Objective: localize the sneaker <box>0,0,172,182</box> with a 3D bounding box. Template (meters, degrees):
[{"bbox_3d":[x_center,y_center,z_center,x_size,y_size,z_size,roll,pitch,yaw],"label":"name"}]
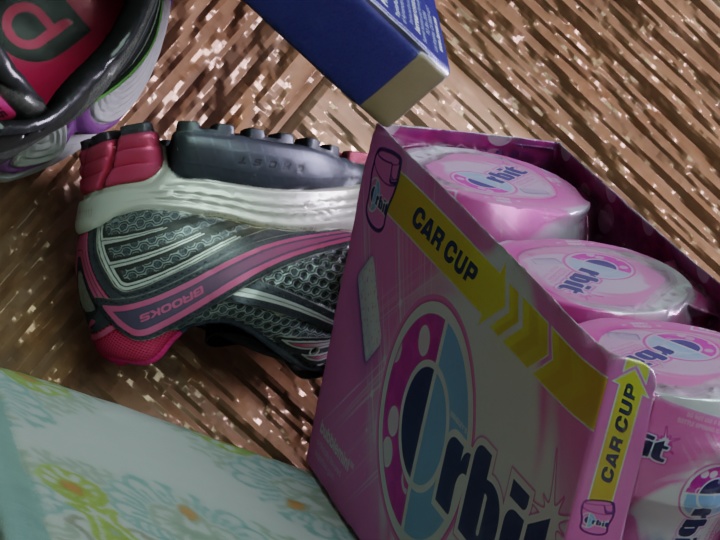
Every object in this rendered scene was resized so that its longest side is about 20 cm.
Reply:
[{"bbox_3d":[-0.102,-0.114,0.964,0.099,0.075,0.201,21,57,3],"label":"sneaker"}]

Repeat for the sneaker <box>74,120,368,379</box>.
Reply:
[{"bbox_3d":[0.000,0.000,0.958,0.199,0.081,0.075,5,83,-21],"label":"sneaker"}]

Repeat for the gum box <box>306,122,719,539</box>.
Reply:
[{"bbox_3d":[0.052,0.045,0.829,0.066,0.200,0.114,5,109,-21],"label":"gum box"}]

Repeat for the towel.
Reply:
[{"bbox_3d":[-0.044,0.095,0.835,0.170,0.200,0.048,23,103,-21],"label":"towel"}]

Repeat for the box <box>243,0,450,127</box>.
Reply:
[{"bbox_3d":[-0.054,-0.141,0.884,0.200,0.032,0.121,43,20,-26],"label":"box"}]

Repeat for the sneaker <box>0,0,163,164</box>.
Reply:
[{"bbox_3d":[-0.132,-0.047,0.829,0.077,0.084,0.200,46,65,-1],"label":"sneaker"}]
